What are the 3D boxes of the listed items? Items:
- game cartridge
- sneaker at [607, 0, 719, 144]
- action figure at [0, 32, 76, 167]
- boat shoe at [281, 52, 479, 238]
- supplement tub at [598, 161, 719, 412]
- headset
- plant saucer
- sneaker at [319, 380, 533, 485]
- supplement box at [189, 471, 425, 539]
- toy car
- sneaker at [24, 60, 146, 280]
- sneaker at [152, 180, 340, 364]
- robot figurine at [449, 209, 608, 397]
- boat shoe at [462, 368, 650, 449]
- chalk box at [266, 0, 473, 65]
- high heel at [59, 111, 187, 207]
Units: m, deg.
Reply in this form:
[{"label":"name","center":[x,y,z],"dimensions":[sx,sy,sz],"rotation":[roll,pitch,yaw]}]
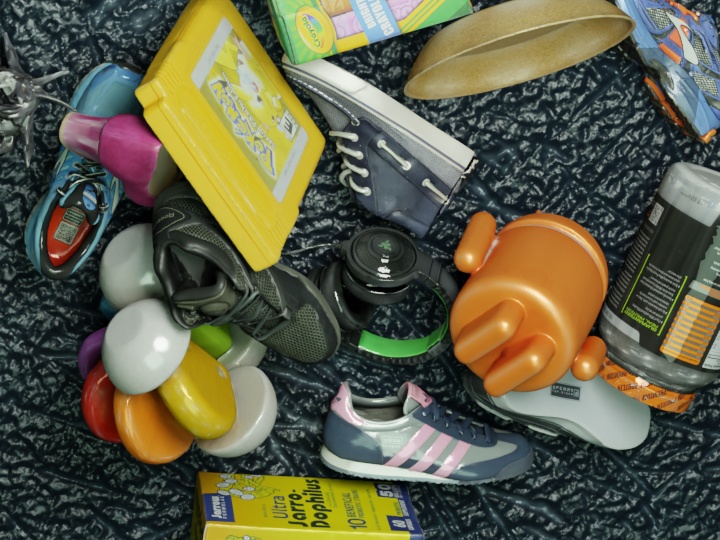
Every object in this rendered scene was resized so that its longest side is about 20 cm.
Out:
[{"label":"game cartridge","center":[-0.101,-0.120,1.594],"dimensions":[0.032,0.200,0.177],"rotation":[-26,113,23]},{"label":"sneaker","center":[0.263,-0.206,1.695],"dimensions":[0.078,0.075,0.200],"rotation":[-42,117,-6]},{"label":"action figure","center":[-0.337,-0.133,1.599],"dimensions":[0.198,0.102,0.120],"rotation":[-13,83,0]},{"label":"boat shoe","center":[0.002,-0.106,1.675],"dimensions":[0.199,0.075,0.093],"rotation":[31,91,-18]},{"label":"supplement tub","center":[0.289,0.016,1.742],"dimensions":[0.122,0.123,0.201],"rotation":[20,106,-15]},{"label":"headset","center":[0.000,0.000,1.713],"dimensions":[0.199,0.094,0.123],"rotation":[35,131,-19]},{"label":"plant saucer","center":[0.127,-0.190,1.621],"dimensions":[0.199,0.200,0.036],"rotation":[-15,83,-3]},{"label":"sneaker","center":[0.065,0.144,1.780],"dimensions":[0.198,0.070,0.083],"rotation":[2,112,-11]},{"label":"supplement box","center":[-0.052,0.258,1.781],"dimensions":[0.198,0.109,0.110],"rotation":[4,109,-10]},{"label":"toy car","center":[-0.171,0.075,1.663],"dimensions":[0.149,0.201,0.175],"rotation":[-31,132,21]},{"label":"sneaker","center":[-0.222,-0.077,1.646],"dimensions":[0.078,0.090,0.201],"rotation":[18,105,-15]},{"label":"sneaker","center":[-0.096,0.027,1.587],"dimensions":[0.076,0.115,0.199],"rotation":[-32,118,23]},{"label":"robot figurine","center":[0.148,0.027,1.692],"dimensions":[0.143,0.200,0.117],"rotation":[17,126,14]},{"label":"boat shoe","center":[0.179,0.119,1.791],"dimensions":[0.199,0.068,0.072],"rotation":[14,79,-36]},{"label":"chalk box","center":[-0.026,-0.249,1.598],"dimensions":[0.198,0.125,0.125],"rotation":[-17,111,-1]},{"label":"high heel","center":[-0.154,-0.086,1.604],"dimensions":[0.200,0.095,0.068],"rotation":[34,74,-59]}]
